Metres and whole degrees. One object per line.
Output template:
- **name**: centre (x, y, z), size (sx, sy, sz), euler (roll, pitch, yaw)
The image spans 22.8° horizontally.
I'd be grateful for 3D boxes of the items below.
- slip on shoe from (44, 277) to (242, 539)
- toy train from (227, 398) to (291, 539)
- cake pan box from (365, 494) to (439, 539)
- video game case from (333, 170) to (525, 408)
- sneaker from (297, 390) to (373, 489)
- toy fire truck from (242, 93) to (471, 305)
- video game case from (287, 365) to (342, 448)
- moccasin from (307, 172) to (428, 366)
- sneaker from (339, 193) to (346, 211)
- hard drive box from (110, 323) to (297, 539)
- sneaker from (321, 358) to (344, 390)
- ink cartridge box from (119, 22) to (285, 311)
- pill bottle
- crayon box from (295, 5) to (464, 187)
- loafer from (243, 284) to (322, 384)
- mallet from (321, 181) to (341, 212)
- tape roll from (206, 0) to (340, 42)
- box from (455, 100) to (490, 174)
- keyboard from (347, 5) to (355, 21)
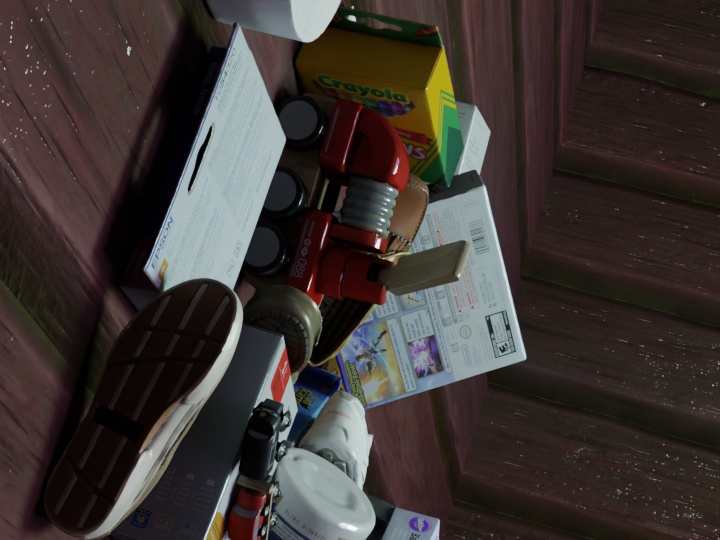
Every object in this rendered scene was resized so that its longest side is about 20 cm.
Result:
- **slip on shoe**: centre (-0.145, 0.097, 1.237), size (0.201, 0.076, 0.061), euler (-62, 163, -6)
- **toy train**: centre (-0.086, 0.196, 1.425), size (0.046, 0.034, 0.201), euler (-48, 151, -59)
- **cake pan box**: centre (-0.026, 0.310, 1.866), size (0.200, 0.183, 0.053), euler (-57, 159, -54)
- **video game case**: centre (0.051, 0.021, 1.730), size (0.045, 0.180, 0.201), euler (-112, -175, -62)
- **sneaker**: centre (-0.020, 0.194, 1.718), size (0.200, 0.078, 0.100), euler (103, 8, -48)
- **toy fire truck**: centre (0.008, -0.049, 1.531), size (0.129, 0.199, 0.177), euler (51, 55, -76)
- **video game case**: centre (-0.084, 0.207, 1.748), size (0.200, 0.045, 0.182), euler (-47, 157, -70)
- **moccasin**: centre (-0.001, -0.001, 1.630), size (0.202, 0.073, 0.078), euler (-52, -152, 15)
- **sneaker**: centre (0.004, -0.036, 1.753), size (0.082, 0.077, 0.201), euler (-23, 128, -32)
- **hard drive box**: centre (-0.125, 0.161, 1.474), size (0.156, 0.076, 0.201), euler (83, 24, -63)
- **sneaker**: centre (-0.016, 0.053, 1.926), size (0.200, 0.075, 0.088), euler (95, -2, -49)
- **ink cartridge box**: centre (-0.118, -0.057, 1.318), size (0.200, 0.043, 0.197), euler (67, 39, -67)
- **pill bottle**: centre (-0.085, 0.267, 1.604), size (0.200, 0.111, 0.111), euler (-54, 174, 15)
- **crayon box**: centre (0.017, -0.157, 1.602), size (0.200, 0.126, 0.051), euler (71, 37, -60)
- **loafer**: centre (-0.074, 0.053, 1.538), size (0.200, 0.076, 0.068), euler (119, -6, -64)
- **mallet**: centre (-0.017, -0.104, 1.775), size (0.066, 0.041, 0.201), euler (-27, 135, -71)
- **tape roll**: centre (-0.049, -0.272, 1.304), size (0.202, 0.070, 0.203), euler (15, 90, -78)
- **box**: centre (0.064, -0.087, 1.998), size (0.152, 0.106, 0.201), euler (34, 71, -78)
- **keyboard**: centre (-0.035, -0.149, 1.683), size (0.056, 0.011, 0.201), euler (51, 55, -76)
